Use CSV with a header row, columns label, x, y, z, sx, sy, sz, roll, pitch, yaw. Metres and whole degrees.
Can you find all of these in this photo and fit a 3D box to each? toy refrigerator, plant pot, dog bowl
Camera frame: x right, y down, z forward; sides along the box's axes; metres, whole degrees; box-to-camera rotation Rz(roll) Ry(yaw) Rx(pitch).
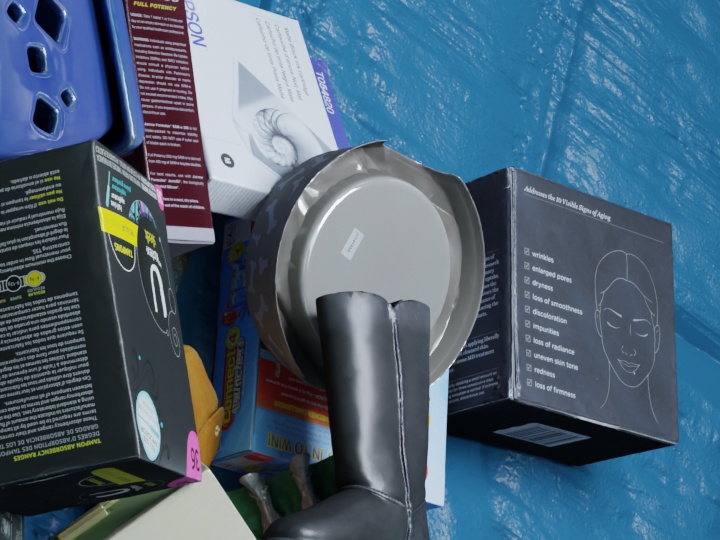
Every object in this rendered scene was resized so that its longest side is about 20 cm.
label,x,y,z,sx,sy,sz,roll,pitch,yaw
toy refrigerator,-0.175,0.201,1.544,0.200,0.076,0.070,-35,108,-10
plant pot,-0.262,-0.141,1.564,0.180,0.200,0.201,-1,77,-50
dog bowl,0.000,0.000,1.740,0.200,0.059,0.201,-6,100,-39

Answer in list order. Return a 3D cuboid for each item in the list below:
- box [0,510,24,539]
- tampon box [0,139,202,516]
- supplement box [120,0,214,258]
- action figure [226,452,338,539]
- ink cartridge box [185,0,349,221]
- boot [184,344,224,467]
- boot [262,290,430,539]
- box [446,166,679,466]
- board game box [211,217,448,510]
label,x,y,z,sx,sy,sz,roll,pitch,yaw
box,-0.266,0.079,1.509,0.158,0.051,0.201,63,18,-61
tampon box,-0.188,0.041,1.472,0.150,0.126,0.201,40,39,-75
supplement box,-0.171,-0.105,1.695,0.061,0.109,0.201,2,76,-44
action figure,-0.027,0.233,1.680,0.055,0.118,0.200,64,3,-72
ink cartridge box,-0.067,-0.118,1.804,0.200,0.041,0.200,14,48,-41
boot,-0.132,0.165,1.672,0.144,0.071,0.202,-46,135,-66
boot,-0.010,0.110,1.629,0.165,0.065,0.201,18,69,-52
box,0.154,0.042,1.945,0.200,0.124,0.197,17,66,-38
board game box,-0.020,0.073,1.817,0.200,0.056,0.196,21,63,-38
